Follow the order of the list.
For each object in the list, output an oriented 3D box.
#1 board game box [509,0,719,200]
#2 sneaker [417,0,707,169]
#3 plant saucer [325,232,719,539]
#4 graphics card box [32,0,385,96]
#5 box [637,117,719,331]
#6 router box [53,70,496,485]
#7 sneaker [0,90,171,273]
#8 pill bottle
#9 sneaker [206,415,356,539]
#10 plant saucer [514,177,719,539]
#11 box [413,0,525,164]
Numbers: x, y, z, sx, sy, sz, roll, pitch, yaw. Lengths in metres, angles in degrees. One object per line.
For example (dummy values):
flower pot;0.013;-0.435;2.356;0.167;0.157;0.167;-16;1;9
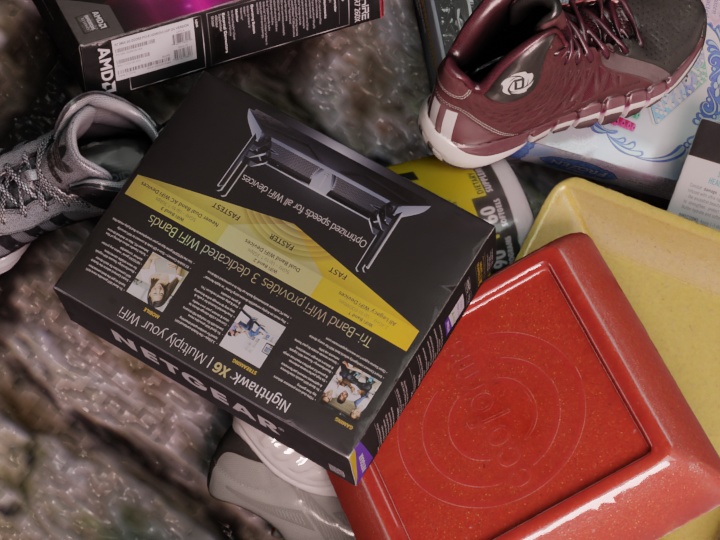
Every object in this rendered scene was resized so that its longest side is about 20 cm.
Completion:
board game box;0.184;-0.152;1.330;0.197;0.043;0.202;14;75;-8
sneaker;0.129;-0.136;1.225;0.199;0.116;0.076;-29;67;-16
plant saucer;0.075;0.087;1.152;0.199;0.037;0.200;-30;53;4
graphics card box;-0.099;-0.183;1.296;0.199;0.051;0.126;-19;47;-15
box;0.213;0.017;1.251;0.082;0.049;0.201;20;86;27
router box;-0.046;0.002;1.167;0.199;0.052;0.158;29;72;15
sneaker;-0.194;-0.055;1.237;0.199;0.114;0.076;-18;80;-16
pill bottle;0.000;0.000;1.266;0.198;0.114;0.115;-16;80;-15
sneaker;-0.003;0.146;1.260;0.199;0.074;0.080;31;114;-14
plant saucer;0.162;0.070;1.196;0.199;0.048;0.201;23;79;28
box;0.139;-0.157;1.370;0.198;0.048;0.160;-8;78;-14
